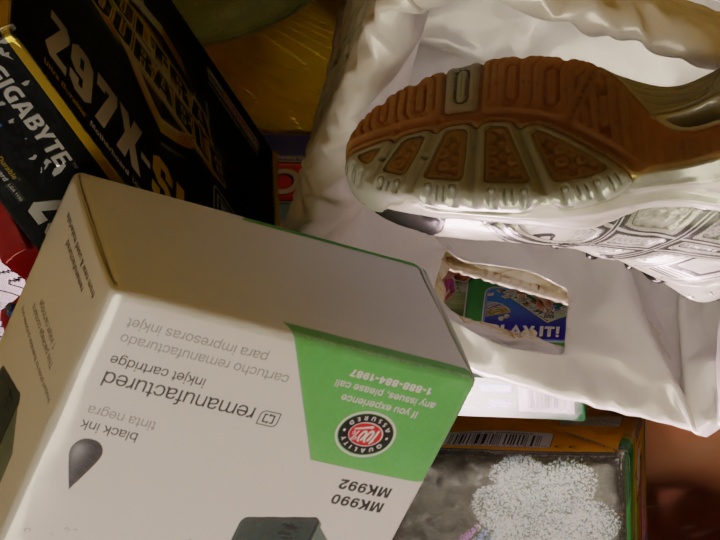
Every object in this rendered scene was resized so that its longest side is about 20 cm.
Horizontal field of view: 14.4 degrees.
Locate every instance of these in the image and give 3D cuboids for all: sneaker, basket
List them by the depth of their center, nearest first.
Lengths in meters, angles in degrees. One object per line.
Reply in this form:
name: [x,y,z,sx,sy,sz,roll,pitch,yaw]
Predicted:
sneaker: [0.095,-0.022,0.978,0.199,0.076,0.088,-1,137,11]
basket: [0.088,-0.074,1.095,0.197,0.161,0.200,16,139,-8]

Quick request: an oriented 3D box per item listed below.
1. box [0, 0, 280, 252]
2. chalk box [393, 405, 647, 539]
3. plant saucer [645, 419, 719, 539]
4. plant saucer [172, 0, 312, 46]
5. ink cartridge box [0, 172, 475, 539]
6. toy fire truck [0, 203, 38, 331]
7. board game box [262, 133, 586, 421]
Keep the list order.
box: [-0.096,-0.058,1.093,0.049,0.160,0.200,-22,126,17]
chalk box: [0.064,0.163,1.264,0.124,0.124,0.201,1,99,9]
plant saucer: [0.124,0.067,1.336,0.199,0.038,0.201,5,138,4]
plant saucer: [-0.093,-0.170,1.120,0.199,0.031,0.200,6,138,5]
ink cartridge box: [-0.069,0.083,1.039,0.145,0.084,0.201,14,116,-25]
toy fire truck: [-0.145,-0.040,1.155,0.049,0.200,0.141,-35,134,13]
board game box: [0.000,0.000,1.212,0.199,0.135,0.029,2,139,8]
